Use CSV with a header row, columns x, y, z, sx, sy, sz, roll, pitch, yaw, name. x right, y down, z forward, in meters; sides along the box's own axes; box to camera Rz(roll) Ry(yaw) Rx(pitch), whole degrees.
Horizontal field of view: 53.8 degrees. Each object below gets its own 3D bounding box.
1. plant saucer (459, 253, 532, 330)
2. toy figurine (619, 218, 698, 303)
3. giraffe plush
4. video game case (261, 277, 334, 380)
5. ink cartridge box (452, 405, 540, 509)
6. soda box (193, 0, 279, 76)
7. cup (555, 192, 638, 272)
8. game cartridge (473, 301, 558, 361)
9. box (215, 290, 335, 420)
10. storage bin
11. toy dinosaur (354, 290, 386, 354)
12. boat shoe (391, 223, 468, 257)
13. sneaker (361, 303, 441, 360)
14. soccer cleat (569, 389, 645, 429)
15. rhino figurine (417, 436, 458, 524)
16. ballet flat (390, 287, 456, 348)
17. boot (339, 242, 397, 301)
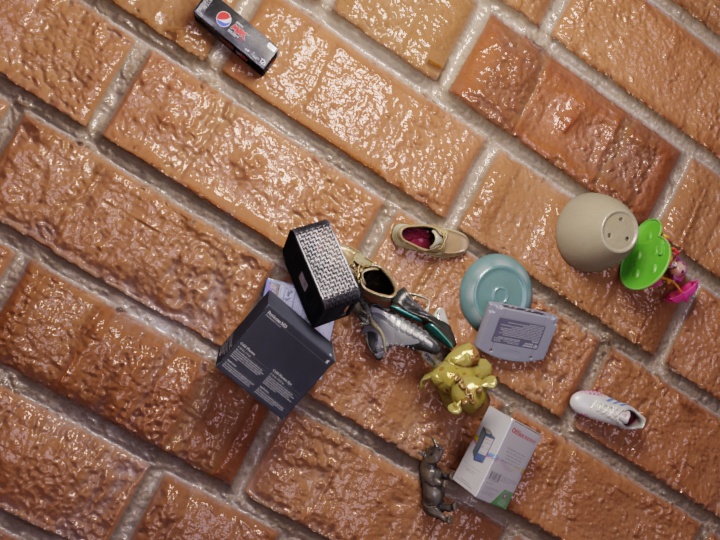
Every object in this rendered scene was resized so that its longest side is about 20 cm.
x,y,z,sx,sy,sz,roll,pitch,yaw,name
0.343,0.061,1.762,0.195,0.036,0.206,0,92,-12,plant saucer
0.785,-0.002,1.821,0.182,0.149,0.204,29,61,-24,toy figurine
0.246,0.272,1.658,0.197,0.162,0.175,26,97,-29,giraffe plush
-0.156,0.137,1.660,0.177,0.045,0.205,14,89,-12,video game case
0.333,0.452,1.719,0.144,0.087,0.203,31,87,-39,ink cartridge box
-0.279,-0.534,1.605,0.199,0.071,0.064,39,85,-9,soda box
0.605,-0.095,1.755,0.195,0.143,0.206,0,91,-12,cup
0.379,0.156,1.745,0.196,0.041,0.136,12,105,-19,game cartridge
-0.185,0.186,1.568,0.199,0.104,0.182,41,98,-15,box
-0.092,0.007,1.589,0.092,0.136,0.203,-16,71,-23,storage bin
0.009,0.097,1.641,0.047,0.088,0.202,-32,71,-2,toy dinosaur
0.174,-0.071,1.709,0.195,0.066,0.076,5,91,-11,boat shoe
0.088,0.173,1.685,0.198,0.075,0.117,31,98,18,sneaker
0.631,0.353,1.800,0.196,0.086,0.072,17,88,-11,soccer cleat
0.181,0.505,1.720,0.059,0.086,0.205,-9,93,-50,rhino figurine
0.164,0.108,1.714,0.198,0.068,0.069,35,76,-10,ballet flat
0.000,0.000,1.625,0.199,0.155,0.073,39,88,2,boot
